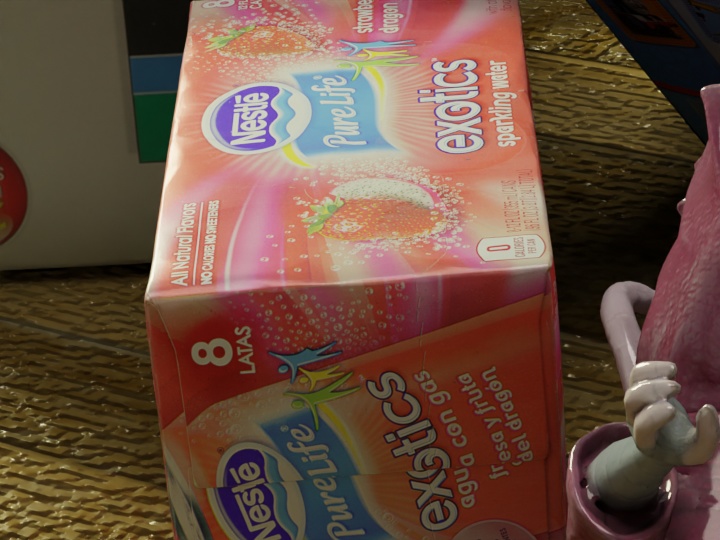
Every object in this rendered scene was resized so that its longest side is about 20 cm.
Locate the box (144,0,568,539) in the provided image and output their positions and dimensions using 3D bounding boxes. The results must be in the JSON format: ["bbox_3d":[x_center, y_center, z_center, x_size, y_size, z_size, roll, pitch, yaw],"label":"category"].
[{"bbox_3d":[0.000,0.000,0.793,0.103,0.095,0.200,-4,26,3],"label":"box"}]

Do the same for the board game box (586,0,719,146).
[{"bbox_3d":[0.118,-0.091,0.844,0.151,0.200,0.037,14,67,47],"label":"board game box"}]

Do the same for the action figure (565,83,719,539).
[{"bbox_3d":[0.080,0.050,0.672,0.149,0.134,0.200,-28,32,49],"label":"action figure"}]

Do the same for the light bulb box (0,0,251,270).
[{"bbox_3d":[-0.056,-0.098,0.970,0.198,0.125,0.200,-3,25,4],"label":"light bulb box"}]
